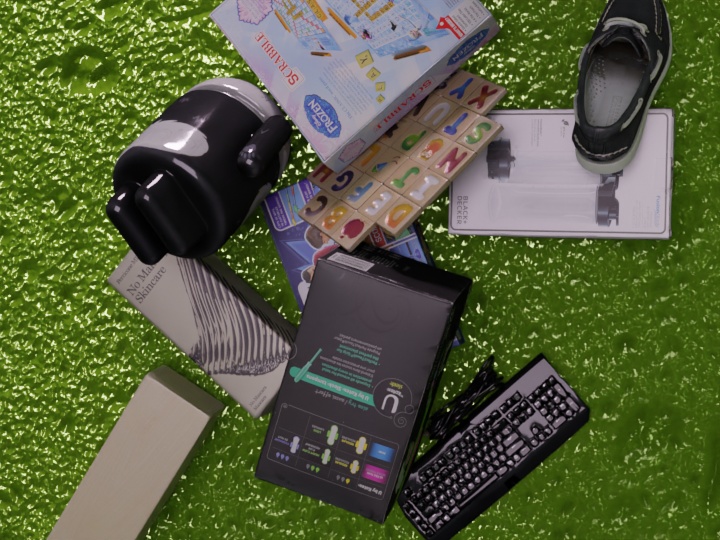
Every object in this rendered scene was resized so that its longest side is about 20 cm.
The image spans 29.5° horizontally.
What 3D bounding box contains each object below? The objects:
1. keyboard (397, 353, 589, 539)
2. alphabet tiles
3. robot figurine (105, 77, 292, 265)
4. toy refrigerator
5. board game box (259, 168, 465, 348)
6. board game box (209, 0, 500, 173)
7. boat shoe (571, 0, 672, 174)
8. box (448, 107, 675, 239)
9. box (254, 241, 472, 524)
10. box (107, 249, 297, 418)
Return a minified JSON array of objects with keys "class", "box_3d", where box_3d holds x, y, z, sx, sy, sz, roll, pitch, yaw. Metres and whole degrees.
[{"class":"keyboard","box_3d":[0.108,0.161,1.264,0.200,0.040,0.104,-43,82,10]},{"class":"alphabet tiles","box_3d":[0.035,-0.104,1.219,0.200,0.006,0.166,-46,36,-6]},{"class":"robot figurine","box_3d":[-0.144,-0.090,1.245,0.149,0.200,0.125,20,134,16]},{"class":"toy refrigerator","box_3d":[-0.219,0.198,1.331,0.076,0.070,0.201,32,99,4]},{"class":"board game box","box_3d":[0.000,0.000,1.288,0.135,0.034,0.201,-22,86,14]},{"class":"board game box","box_3d":[-0.008,-0.228,1.255,0.199,0.041,0.200,-40,68,7]},{"class":"boat shoe","box_3d":[0.227,-0.180,1.176,0.075,0.060,0.201,4,60,15]},{"class":"box","box_3d":[0.182,-0.086,1.230,0.199,0.060,0.118,0,91,14]},{"class":"box","box_3d":[0.005,0.092,1.194,0.124,0.149,0.201,18,101,8]},{"class":"box","box_3d":[-0.139,0.045,1.307,0.200,0.068,0.082,40,100,10]}]
